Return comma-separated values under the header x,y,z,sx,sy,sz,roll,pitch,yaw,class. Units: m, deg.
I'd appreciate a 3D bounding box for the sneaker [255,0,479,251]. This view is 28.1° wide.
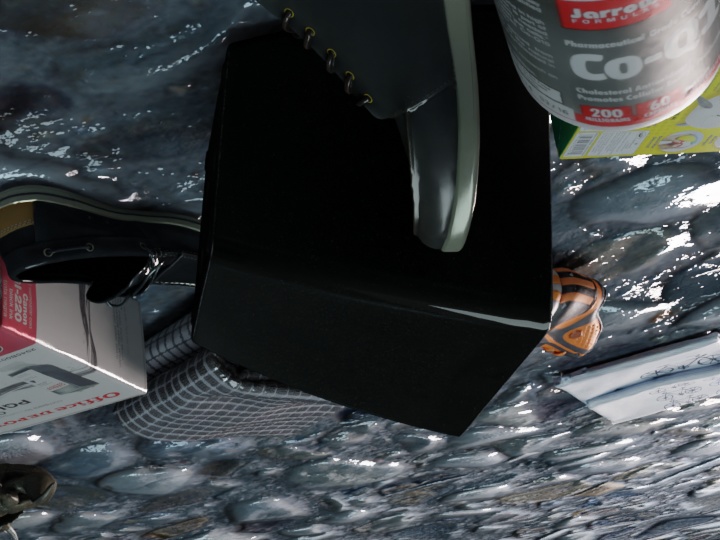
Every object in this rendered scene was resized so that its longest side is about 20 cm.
x,y,z,sx,sy,sz,roll,pitch,yaw,class
0.002,-0.104,0.698,0.106,0.200,0.075,-4,-162,4,sneaker

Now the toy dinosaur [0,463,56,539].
x,y,z,sx,sy,sz,roll,pitch,yaw,class
-0.363,0.227,1.488,0.102,0.077,0.200,-3,155,-48,toy dinosaur

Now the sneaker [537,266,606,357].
x,y,z,sx,sy,sz,roll,pitch,yaw,class
0.134,0.061,1.251,0.112,0.078,0.200,11,150,-39,sneaker

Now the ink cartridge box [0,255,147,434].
x,y,z,sx,sy,sz,roll,pitch,yaw,class
-0.267,0.049,1.050,0.146,0.085,0.200,-16,159,17,ink cartridge box

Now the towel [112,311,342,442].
x,y,z,sx,sy,sz,roll,pitch,yaw,class
-0.088,0.093,1.229,0.200,0.086,0.166,8,153,-37,towel

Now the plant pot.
x,y,z,sx,sy,sz,roll,pitch,yaw,class
-0.002,-0.032,0.836,0.177,0.200,0.200,6,156,-10,plant pot

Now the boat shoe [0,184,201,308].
x,y,z,sx,sy,sz,roll,pitch,yaw,class
-0.164,-0.007,0.984,0.075,0.062,0.200,-28,153,35,boat shoe

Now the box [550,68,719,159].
x,y,z,sx,sy,sz,roll,pitch,yaw,class
0.229,-0.119,0.893,0.200,0.048,0.117,-2,157,-12,box

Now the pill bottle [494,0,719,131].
x,y,z,sx,sy,sz,roll,pitch,yaw,class
0.112,-0.155,0.663,0.114,0.114,0.200,-14,158,10,pill bottle

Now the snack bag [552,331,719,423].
x,y,z,sx,sy,sz,roll,pitch,yaw,class
0.324,0.118,1.543,0.188,0.021,0.200,-18,157,21,snack bag
